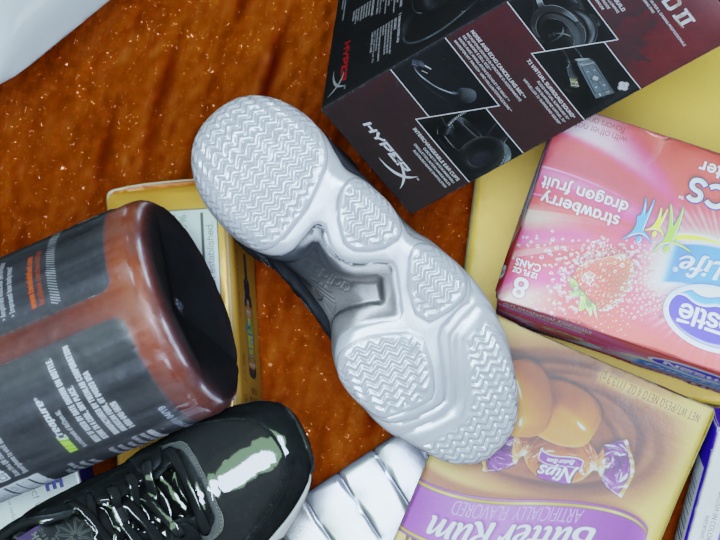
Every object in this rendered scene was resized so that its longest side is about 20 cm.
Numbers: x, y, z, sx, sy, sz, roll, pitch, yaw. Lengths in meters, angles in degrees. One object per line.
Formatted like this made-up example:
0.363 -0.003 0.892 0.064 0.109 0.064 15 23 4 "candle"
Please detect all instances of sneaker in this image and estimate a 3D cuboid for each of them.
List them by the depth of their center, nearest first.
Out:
-0.113 0.127 1.052 0.200 0.088 0.076 -32 78 8 "sneaker"
0.000 0.000 1.077 0.075 0.114 0.200 -40 96 2 "sneaker"

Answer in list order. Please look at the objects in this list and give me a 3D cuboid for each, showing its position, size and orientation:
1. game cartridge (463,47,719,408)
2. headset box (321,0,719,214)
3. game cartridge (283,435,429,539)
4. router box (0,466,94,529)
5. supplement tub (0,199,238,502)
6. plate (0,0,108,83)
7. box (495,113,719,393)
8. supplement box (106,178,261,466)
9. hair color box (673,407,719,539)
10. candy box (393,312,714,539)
0.144 -0.036 1.153 0.175 0.032 0.201 8 82 4 "game cartridge"
0.087 -0.136 1.061 0.200 0.149 0.077 -28 121 23 "headset box"
0.058 0.173 1.132 0.129 0.038 0.200 -33 83 3 "game cartridge"
-0.199 0.197 1.133 0.179 0.049 0.201 -17 83 1 "router box"
-0.164 0.050 1.064 0.199 0.107 0.107 -22 83 11 "supplement tub"
-0.182 -0.211 1.137 0.200 0.032 0.200 42 58 9 "plate"
0.171 0.004 1.082 0.199 0.095 0.100 19 85 5 "box"
-0.085 0.058 1.135 0.068 0.067 0.201 -2 83 6 "supplement box"
0.250 0.146 1.100 0.199 0.065 0.110 14 99 3 "hair color box"
0.075 0.135 1.093 0.116 0.056 0.201 23 87 5 "candy box"
